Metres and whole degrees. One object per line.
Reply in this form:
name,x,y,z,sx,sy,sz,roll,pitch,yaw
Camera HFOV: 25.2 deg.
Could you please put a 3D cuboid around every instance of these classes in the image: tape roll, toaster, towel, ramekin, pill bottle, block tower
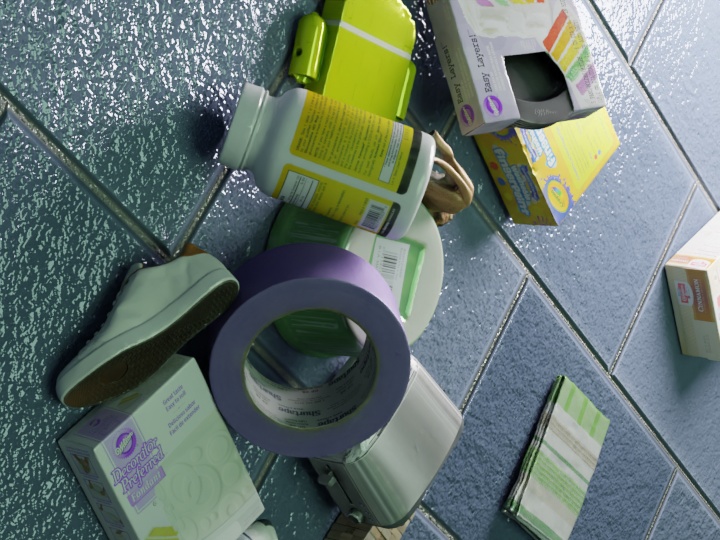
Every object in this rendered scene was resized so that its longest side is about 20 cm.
tape roll,-0.053,0.079,1.602,0.199,0.085,0.201,-3,116,-6
toaster,0.026,0.173,1.768,0.200,0.113,0.129,-54,129,-25
towel,0.257,0.255,2.106,0.149,0.031,0.201,45,61,-45
ramekin,0.000,0.000,1.721,0.200,0.097,0.201,-10,104,-47
pill bottle,-0.035,-0.113,1.595,0.199,0.112,0.113,20,79,-7
block tower,-0.018,0.332,1.786,0.200,0.058,0.054,-57,133,-28

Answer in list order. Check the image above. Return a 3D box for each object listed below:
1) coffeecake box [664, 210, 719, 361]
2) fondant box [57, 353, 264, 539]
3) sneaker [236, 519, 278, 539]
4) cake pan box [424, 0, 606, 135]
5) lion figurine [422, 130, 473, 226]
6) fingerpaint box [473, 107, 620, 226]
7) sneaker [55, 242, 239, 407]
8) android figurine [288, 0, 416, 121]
coffeecake box,0.533,0.012,2.337,0.200,0.073,0.154,-38,124,-37
fondant box,-0.190,0.201,1.572,0.144,0.058,0.201,-44,125,-35
sneaker,-0.092,0.357,1.693,0.071,0.073,0.201,-27,115,-39
cake pan box,0.175,-0.255,1.834,0.184,0.052,0.201,-10,80,-30
lion figurine,0.078,-0.089,1.750,0.122,0.200,0.073,44,85,-16
fingerpaint box,0.217,-0.183,1.953,0.167,0.073,0.200,-51,127,-31
sneaker,-0.215,0.050,1.527,0.200,0.085,0.073,-37,152,-17
android figurine,-0.002,-0.222,1.728,0.182,0.041,0.201,15,85,-48
